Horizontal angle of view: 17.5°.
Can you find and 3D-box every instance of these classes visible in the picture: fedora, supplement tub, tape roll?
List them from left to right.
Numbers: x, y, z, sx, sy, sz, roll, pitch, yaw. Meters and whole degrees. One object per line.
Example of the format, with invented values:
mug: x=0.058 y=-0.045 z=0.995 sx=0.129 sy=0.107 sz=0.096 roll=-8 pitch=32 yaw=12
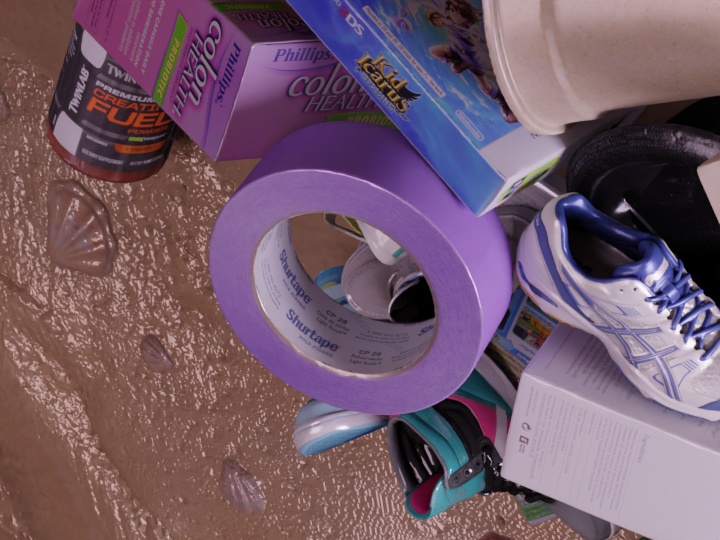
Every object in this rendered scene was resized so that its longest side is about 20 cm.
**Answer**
supplement tub: x=-0.180 y=-0.172 z=1.860 sx=0.107 sy=0.107 sz=0.200 roll=40 pitch=134 yaw=19
tape roll: x=0.000 y=0.000 z=1.588 sx=0.200 sy=0.066 sz=0.200 roll=14 pitch=130 yaw=18
fedora: x=0.236 y=-0.053 z=1.545 sx=0.200 sy=0.092 sz=0.201 roll=28 pitch=152 yaw=17

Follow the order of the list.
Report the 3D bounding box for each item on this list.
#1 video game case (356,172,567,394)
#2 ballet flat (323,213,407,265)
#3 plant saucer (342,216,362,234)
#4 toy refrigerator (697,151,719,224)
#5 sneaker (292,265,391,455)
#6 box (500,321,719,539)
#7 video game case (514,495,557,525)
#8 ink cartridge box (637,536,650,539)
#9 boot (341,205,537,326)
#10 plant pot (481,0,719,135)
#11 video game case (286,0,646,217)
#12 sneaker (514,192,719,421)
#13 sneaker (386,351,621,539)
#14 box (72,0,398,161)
video game case: x=0.097 y=-0.011 z=1.716 sx=0.200 sy=0.024 sz=0.182 roll=36 pitch=133 yaw=16
ballet flat: x=-0.016 y=-0.070 z=1.707 sx=0.200 sy=0.069 sz=0.070 roll=46 pitch=139 yaw=44
plant saucer: x=0.042 y=-0.098 z=1.754 sx=0.200 sy=0.031 sz=0.200 roll=20 pitch=123 yaw=33
toy refrigerator: x=0.291 y=-0.070 z=1.422 sx=0.070 sy=0.200 sz=0.076 roll=-18 pitch=100 yaw=45
sneaker: x=-0.018 y=0.065 z=1.788 sx=0.079 sy=0.200 sz=0.131 roll=-23 pitch=88 yaw=20
box: x=0.216 y=0.110 z=1.611 sx=0.200 sy=0.124 sz=0.098 roll=22 pitch=128 yaw=16
video game case: x=0.155 y=0.087 z=1.758 sx=0.200 sy=0.022 sz=0.182 roll=-26 pitch=93 yaw=47
ink cartridge box: x=0.256 y=0.247 z=1.663 sx=0.200 sy=0.145 sz=0.088 roll=-9 pitch=105 yaw=45
boot: x=0.041 y=0.008 z=1.687 sx=0.200 sy=0.096 sz=0.074 roll=-19 pitch=103 yaw=44
plant pot: x=0.200 y=-0.183 z=1.468 sx=0.183 sy=0.200 sz=0.201 roll=4 pitch=115 yaw=29
video game case: x=0.076 y=-0.150 z=1.586 sx=0.200 sy=0.181 sz=0.045 roll=49 pitch=133 yaw=10
sneaker: x=0.191 y=0.025 z=1.534 sx=0.200 sy=0.075 sz=0.088 roll=32 pitch=152 yaw=7
sneaker: x=0.094 y=0.151 z=1.724 sx=0.200 sy=0.121 sz=0.084 roll=44 pitch=152 yaw=2
box: x=-0.075 y=-0.175 z=1.674 sx=0.200 sy=0.176 sz=0.097 roll=44 pitch=127 yaw=37
